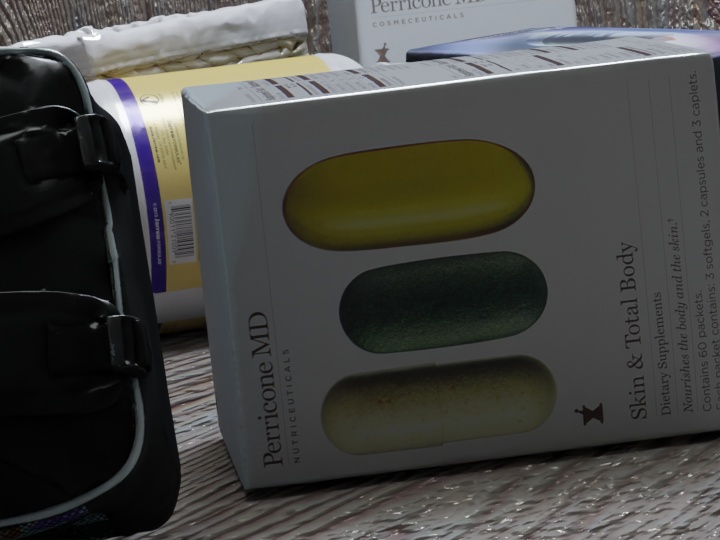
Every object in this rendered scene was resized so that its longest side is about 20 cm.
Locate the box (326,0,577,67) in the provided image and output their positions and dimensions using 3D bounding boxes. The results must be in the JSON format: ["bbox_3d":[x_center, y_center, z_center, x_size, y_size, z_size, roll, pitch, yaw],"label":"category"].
[{"bbox_3d":[0.084,-0.185,2.451,0.198,0.172,0.200,-7,7,-7],"label":"box"}]

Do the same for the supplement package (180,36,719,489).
[{"bbox_3d":[0.037,-0.008,1.126,0.199,0.152,0.151,-7,8,-6],"label":"supplement package"}]

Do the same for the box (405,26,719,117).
[{"bbox_3d":[0.160,-0.090,1.764,0.198,0.124,0.200,5,11,27],"label":"box"}]

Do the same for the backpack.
[{"bbox_3d":[-0.171,0.025,0.973,0.199,0.178,0.151,-11,-15,-1],"label":"backpack"}]

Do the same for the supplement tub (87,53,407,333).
[{"bbox_3d":[-0.059,-0.045,1.545,0.199,0.146,0.145,-8,7,-17],"label":"supplement tub"}]

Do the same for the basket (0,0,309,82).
[{"bbox_3d":[-0.150,-0.075,1.724,0.198,0.161,0.200,-5,10,42],"label":"basket"}]
